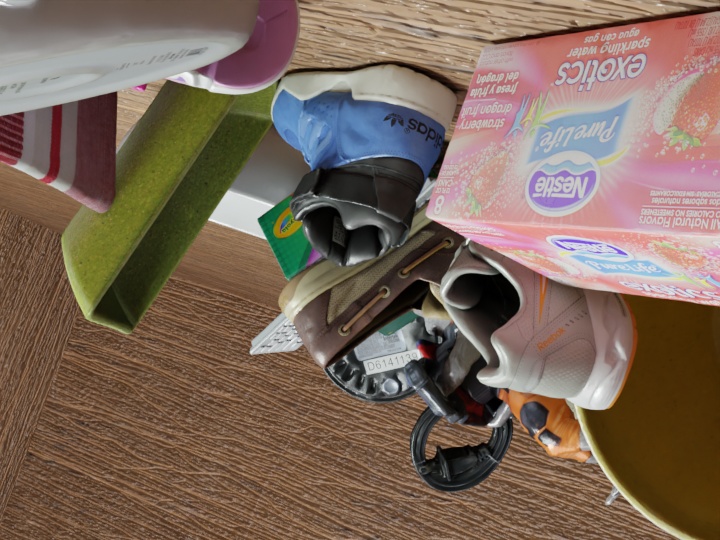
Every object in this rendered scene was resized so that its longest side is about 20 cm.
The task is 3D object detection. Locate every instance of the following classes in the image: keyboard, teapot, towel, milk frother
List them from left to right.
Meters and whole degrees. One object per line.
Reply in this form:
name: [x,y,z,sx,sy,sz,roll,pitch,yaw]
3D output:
teapot: [-0.133,-0.135,0.425,0.199,0.147,0.197,-8,-173,29]
towel: [-0.201,-0.128,0.655,0.023,0.145,0.200,-14,157,26]
keyboard: [0.000,0.000,0.860,0.056,0.200,0.011,7,-132,-52]
milk frother: [0.061,0.080,1.150,0.179,0.202,0.188,4,-165,11]

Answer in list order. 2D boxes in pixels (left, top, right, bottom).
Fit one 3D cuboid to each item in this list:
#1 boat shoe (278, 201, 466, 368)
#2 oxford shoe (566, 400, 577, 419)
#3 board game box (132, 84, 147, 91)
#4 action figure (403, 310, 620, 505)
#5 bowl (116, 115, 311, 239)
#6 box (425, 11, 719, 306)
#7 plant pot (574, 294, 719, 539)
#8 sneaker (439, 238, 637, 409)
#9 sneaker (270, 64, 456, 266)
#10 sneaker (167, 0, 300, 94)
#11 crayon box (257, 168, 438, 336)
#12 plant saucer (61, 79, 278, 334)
boat shoe: [0.047,0.003,0.816,0.072,0.199,0.072,59,166,21]
oxford shoe: [0.216,0.119,0.900,0.070,0.074,0.199,23,172,-32]
board game box: [-0.265,-0.188,0.841,0.198,0.026,0.200,17,173,18]
action figure: [0.120,0.077,0.857,0.193,0.105,0.200,42,-170,16]
bowl: [-0.087,-0.077,1.021,0.198,0.075,0.200,17,174,18]
box: [0.132,-0.045,0.539,0.102,0.095,0.199,24,172,-30]
plant pot: [0.242,0.050,0.717,0.199,0.202,0.142,16,-163,28]
sneaker: [0.082,-0.011,0.691,0.091,0.076,0.201,6,-140,-22]
sneaker: [-0.018,-0.062,0.771,0.076,0.112,0.199,23,173,-28]
sneaker: [-0.130,-0.142,0.628,0.199,0.081,0.088,20,-179,-7]
crayon box: [0.021,-0.023,0.924,0.059,0.118,0.200,61,-167,24]
plant saucer: [-0.127,-0.058,0.802,0.048,0.201,0.200,33,173,0]
